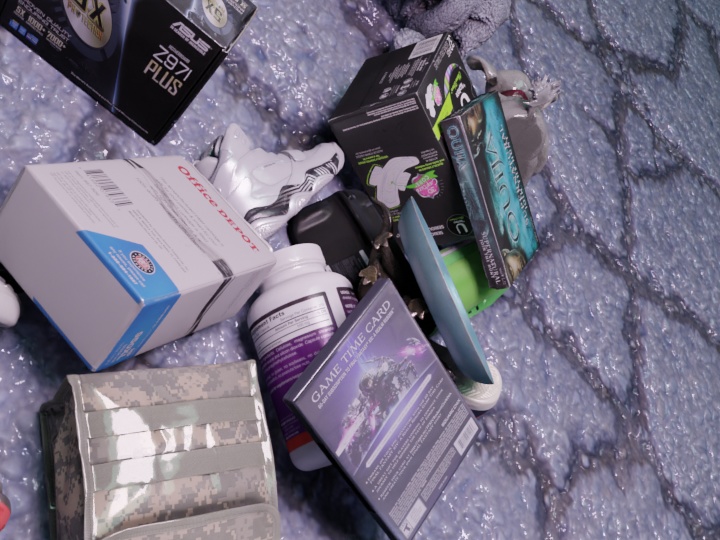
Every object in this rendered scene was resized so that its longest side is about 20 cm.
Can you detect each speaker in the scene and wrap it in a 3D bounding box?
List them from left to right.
[{"bbox_3d":[0.114,0.015,1.001,0.199,0.088,0.089,-25,82,-46],"label":"speaker"}]

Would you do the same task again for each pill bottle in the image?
[{"bbox_3d":[-0.042,0.082,0.803,0.111,0.112,0.203,-6,69,-42],"label":"pill bottle"}]

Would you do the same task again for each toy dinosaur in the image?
[{"bbox_3d":[0.025,0.027,0.816,0.076,0.103,0.202,-21,68,-9],"label":"toy dinosaur"}]

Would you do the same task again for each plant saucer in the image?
[{"bbox_3d":[0.081,0.024,0.824,0.200,0.027,0.202,-90,154,-73],"label":"plant saucer"}]

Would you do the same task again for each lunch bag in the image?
[{"bbox_3d":[-0.152,0.184,0.643,0.162,0.117,0.203,0,68,-35],"label":"lunch bag"}]

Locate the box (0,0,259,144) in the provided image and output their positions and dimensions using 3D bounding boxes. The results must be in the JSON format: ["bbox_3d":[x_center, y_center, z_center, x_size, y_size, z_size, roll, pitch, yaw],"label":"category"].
[{"bbox_3d":[-0.228,-0.251,0.805,0.199,0.163,0.087,39,45,-17],"label":"box"}]

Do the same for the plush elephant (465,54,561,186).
[{"bbox_3d":[0.201,-0.220,1.177,0.163,0.201,0.156,27,31,-16],"label":"plush elephant"}]

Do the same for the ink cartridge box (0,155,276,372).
[{"bbox_3d":[-0.184,-0.017,0.700,0.145,0.084,0.199,46,24,11],"label":"ink cartridge box"}]

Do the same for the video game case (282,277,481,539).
[{"bbox_3d":[0.028,0.129,0.737,0.143,0.019,0.201,-50,122,-28],"label":"video game case"}]

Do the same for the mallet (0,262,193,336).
[{"bbox_3d":[-0.234,0.007,0.741,0.198,0.041,0.067,21,50,-37],"label":"mallet"}]

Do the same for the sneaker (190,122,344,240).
[{"bbox_3d":[-0.100,-0.114,0.897,0.115,0.075,0.200,49,47,-9],"label":"sneaker"}]

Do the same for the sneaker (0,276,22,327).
[{"bbox_3d":[-0.355,0.024,0.608,0.197,0.074,0.089,12,69,-28],"label":"sneaker"}]

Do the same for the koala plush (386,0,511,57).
[{"bbox_3d":[0.108,-0.408,1.127,0.201,0.181,0.180,66,19,-55],"label":"koala plush"}]

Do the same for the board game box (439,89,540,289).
[{"bbox_3d":[0.155,-0.096,0.962,0.135,0.028,0.203,-41,116,-55],"label":"board game box"}]

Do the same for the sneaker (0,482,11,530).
[{"bbox_3d":[-0.333,0.163,0.529,0.199,0.071,0.099,28,47,-28],"label":"sneaker"}]

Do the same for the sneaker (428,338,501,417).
[{"bbox_3d":[0.054,0.107,0.912,0.198,0.085,0.075,31,57,9],"label":"sneaker"}]

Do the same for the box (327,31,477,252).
[{"bbox_3d":[0.077,-0.150,0.995,0.201,0.123,0.149,60,38,-30],"label":"box"}]

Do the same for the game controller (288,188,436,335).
[{"bbox_3d":[0.000,0.000,0.901,0.103,0.042,0.202,-27,66,-8],"label":"game controller"}]
